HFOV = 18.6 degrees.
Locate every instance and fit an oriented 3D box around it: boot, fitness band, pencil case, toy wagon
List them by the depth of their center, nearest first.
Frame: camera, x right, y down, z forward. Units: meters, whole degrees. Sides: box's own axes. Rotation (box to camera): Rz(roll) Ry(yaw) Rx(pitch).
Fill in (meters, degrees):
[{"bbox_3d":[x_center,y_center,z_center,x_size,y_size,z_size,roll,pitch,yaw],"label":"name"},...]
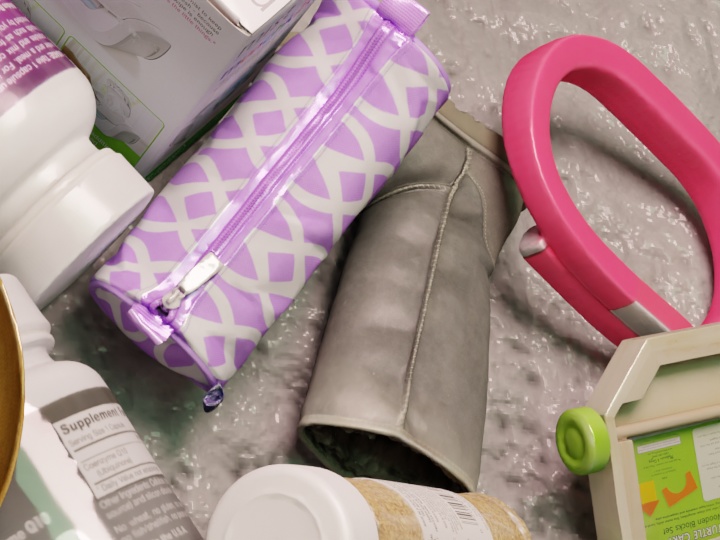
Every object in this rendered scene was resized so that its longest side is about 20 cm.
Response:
[{"bbox_3d":[-0.042,-0.038,1.014,0.084,0.086,0.200,34,77,11],"label":"pencil case"},{"bbox_3d":[0.000,-0.001,1.083,0.182,0.073,0.200,27,61,-12],"label":"boot"},{"bbox_3d":[0.175,0.129,1.098,0.155,0.040,0.200,-9,91,-29],"label":"toy wagon"},{"bbox_3d":[0.144,-0.034,1.157,0.200,0.037,0.144,42,47,-27],"label":"fitness band"}]

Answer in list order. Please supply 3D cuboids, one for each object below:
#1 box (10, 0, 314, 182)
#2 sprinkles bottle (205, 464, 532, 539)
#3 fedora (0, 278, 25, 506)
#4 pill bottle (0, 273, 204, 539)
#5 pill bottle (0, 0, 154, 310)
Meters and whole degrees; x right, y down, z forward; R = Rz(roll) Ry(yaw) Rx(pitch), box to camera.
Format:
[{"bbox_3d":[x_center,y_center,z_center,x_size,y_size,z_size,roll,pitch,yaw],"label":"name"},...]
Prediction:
[{"bbox_3d":[-0.128,-0.156,1.019,0.200,0.176,0.097,45,53,0],"label":"box"},{"bbox_3d":[0.010,0.124,0.951,0.200,0.068,0.068,18,49,-62],"label":"sprinkles bottle"},{"bbox_3d":[-0.228,0.053,0.843,0.201,0.200,0.082,68,16,16],"label":"fedora"},{"bbox_3d":[-0.133,0.110,0.912,0.114,0.114,0.200,-27,79,-36],"label":"pill bottle"},{"bbox_3d":[-0.190,-0.077,0.982,0.200,0.112,0.112,45,52,1],"label":"pill bottle"}]
